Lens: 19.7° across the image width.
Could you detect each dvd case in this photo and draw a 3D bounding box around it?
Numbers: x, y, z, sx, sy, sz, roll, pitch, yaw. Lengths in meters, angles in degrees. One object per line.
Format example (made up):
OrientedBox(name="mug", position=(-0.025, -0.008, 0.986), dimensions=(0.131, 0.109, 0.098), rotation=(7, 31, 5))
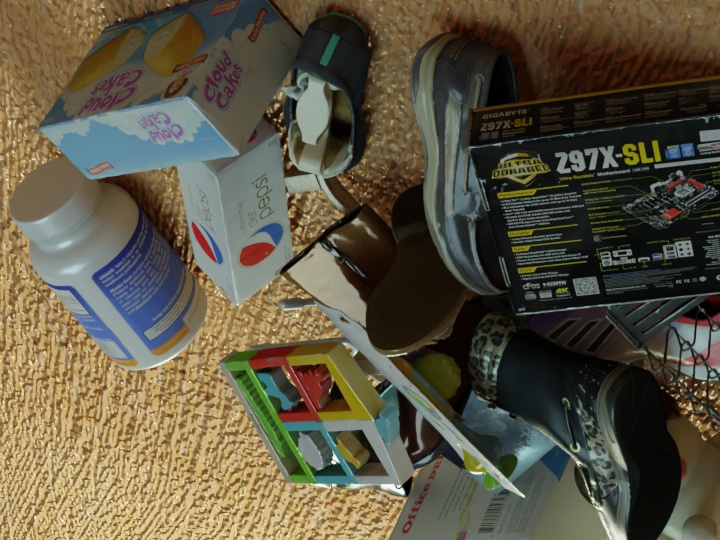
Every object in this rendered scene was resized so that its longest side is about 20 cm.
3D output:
OrientedBox(name="dvd case", position=(0.122, 0.094, 1.757), dimensions=(0.146, 0.022, 0.200), rotation=(37, 126, -12))

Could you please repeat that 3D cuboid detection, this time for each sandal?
OrientedBox(name="sandal", position=(0.055, 0.019, 1.588), dimensions=(0.077, 0.212, 0.070), rotation=(-12, 124, 15))

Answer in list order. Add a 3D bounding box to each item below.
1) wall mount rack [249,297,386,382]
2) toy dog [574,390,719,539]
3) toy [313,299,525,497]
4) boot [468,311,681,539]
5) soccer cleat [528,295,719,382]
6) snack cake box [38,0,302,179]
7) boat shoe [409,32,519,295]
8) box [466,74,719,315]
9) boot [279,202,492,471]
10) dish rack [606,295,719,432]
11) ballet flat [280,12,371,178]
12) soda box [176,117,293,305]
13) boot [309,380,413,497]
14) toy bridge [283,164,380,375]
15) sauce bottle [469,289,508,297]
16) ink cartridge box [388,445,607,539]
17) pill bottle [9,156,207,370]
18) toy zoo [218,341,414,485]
OrientedBox(name="wall mount rack", position=(0.003, 0.069, 1.854), dimensions=(0.173, 0.075, 0.200), rotation=(31, 151, -2))
OrientedBox(name="toy dog", position=(0.279, 0.186, 1.746), dimensions=(0.200, 0.140, 0.194), rotation=(41, -179, -20))
OrientedBox(name="toy", position=(0.057, 0.089, 1.635), dimensions=(0.200, 0.047, 0.115), rotation=(50, 170, -19))
OrientedBox(name="boot", position=(0.169, 0.126, 1.634), dimensions=(0.153, 0.073, 0.204), rotation=(26, 147, 36))
OrientedBox(name="soccer cleat", position=(0.217, 0.038, 1.619), dimensions=(0.199, 0.068, 0.073), rotation=(7, 125, 35))
OrientedBox(name="snack cake box", position=(-0.149, -0.143, 1.613), dimensions=(0.200, 0.115, 0.067), rotation=(-6, 136, 48))
OrientedBox(name="boat shoe", position=(0.089, -0.071, 1.485), dimensions=(0.073, 0.074, 0.201), rotation=(8, 122, 41))
OrientedBox(name="box", position=(0.186, -0.050, 1.417), dimensions=(0.199, 0.049, 0.160), rotation=(-7, 130, 15))
OrientedBox(name="boot", position=(0.013, 0.063, 1.705), dimensions=(0.200, 0.069, 0.188), rotation=(38, 129, -13))
OrientedBox(name="dish rack", position=(0.285, 0.055, 1.517), dimensions=(0.153, 0.055, 0.200), rotation=(-37, 113, 23))
OrientedBox(name="ballet flat", position=(-0.031, -0.116, 1.591), dimensions=(0.073, 0.073, 0.200), rotation=(25, 152, 9))
OrientedBox(name="soda box", position=(-0.106, -0.059, 1.741), dimensions=(0.064, 0.068, 0.200), rotation=(44, 159, 26))
OrientedBox(name="boot", position=(0.011, 0.152, 1.859), dimensions=(0.096, 0.075, 0.200), rotation=(13, 158, -1))
OrientedBox(name="toy bridge", position=(0.000, 0.000, 1.731), dimensions=(0.067, 0.027, 0.201), rotation=(-8, 115, 29))
OrientedBox(name="sauce bottle", position=(0.133, -0.038, 1.566), dimensions=(0.065, 0.065, 0.200), rotation=(34, 153, -6))
OrientedBox(name="ink cartridge box", position=(0.136, 0.211, 1.882), dimensions=(0.085, 0.145, 0.200), rotation=(42, 150, -27))
OrientedBox(name="pill bottle", position=(-0.235, -0.009, 1.917), dimensions=(0.112, 0.112, 0.200), rotation=(5, 142, 39))
OrientedBox(name="toy zoo", position=(-0.030, 0.122, 1.745), dimensions=(0.200, 0.020, 0.132), rotation=(-9, 115, 54))
